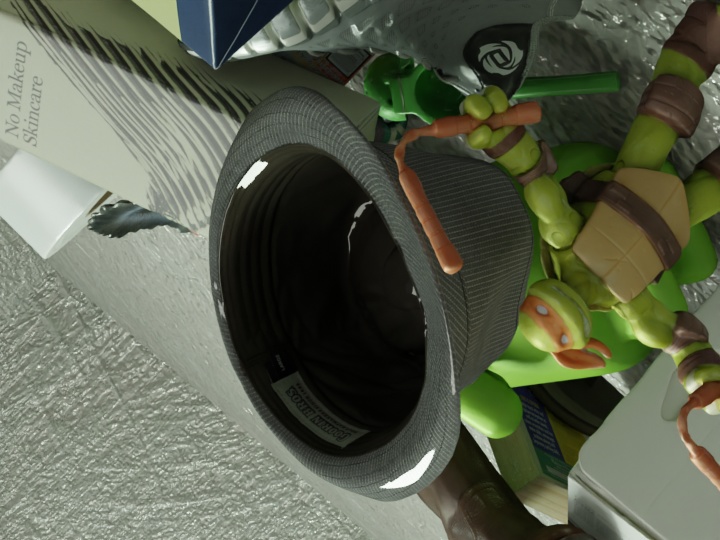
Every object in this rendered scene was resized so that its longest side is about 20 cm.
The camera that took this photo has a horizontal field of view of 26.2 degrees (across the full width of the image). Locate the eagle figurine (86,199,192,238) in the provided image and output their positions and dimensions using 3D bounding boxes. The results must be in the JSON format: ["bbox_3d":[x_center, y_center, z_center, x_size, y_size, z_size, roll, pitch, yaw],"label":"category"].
[{"bbox_3d":[-0.098,-0.065,1.178,0.200,0.153,0.151,33,138,-32],"label":"eagle figurine"}]

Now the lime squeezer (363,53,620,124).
[{"bbox_3d":[0.046,-0.093,0.790,0.070,0.038,0.200,1,-171,-29],"label":"lime squeezer"}]

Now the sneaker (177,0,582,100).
[{"bbox_3d":[0.013,-0.107,0.712,0.199,0.075,0.115,-11,136,41],"label":"sneaker"}]

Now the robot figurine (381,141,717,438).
[{"bbox_3d":[0.080,0.001,0.797,0.199,0.176,0.116,-13,119,42],"label":"robot figurine"}]

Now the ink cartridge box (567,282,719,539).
[{"bbox_3d":[0.185,0.106,0.821,0.083,0.147,0.200,38,167,20],"label":"ink cartridge box"}]

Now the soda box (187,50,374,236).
[{"bbox_3d":[-0.048,-0.104,0.835,0.064,0.068,0.200,45,133,-6],"label":"soda box"}]

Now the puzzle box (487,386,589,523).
[{"bbox_3d":[0.141,0.112,0.984,0.200,0.025,0.134,31,-149,-41],"label":"puzzle box"}]

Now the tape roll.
[{"bbox_3d":[-0.208,-0.104,1.245,0.071,0.202,0.202,45,167,-5],"label":"tape roll"}]

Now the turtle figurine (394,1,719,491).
[{"bbox_3d":[0.116,-0.015,0.609,0.200,0.161,0.064,45,166,-7],"label":"turtle figurine"}]

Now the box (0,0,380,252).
[{"bbox_3d":[-0.096,-0.079,0.784,0.199,0.068,0.083,23,128,12],"label":"box"}]

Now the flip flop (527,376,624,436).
[{"bbox_3d":[0.116,0.019,0.960,0.201,0.057,0.081,58,-158,-2],"label":"flip flop"}]

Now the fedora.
[{"bbox_3d":[0.013,0.004,0.676,0.178,0.090,0.200,60,147,16],"label":"fedora"}]

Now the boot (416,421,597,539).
[{"bbox_3d":[0.054,0.109,0.839,0.201,0.064,0.187,58,166,26],"label":"boot"}]

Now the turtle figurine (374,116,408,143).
[{"bbox_3d":[-0.046,-0.109,0.964,0.149,0.101,0.200,28,153,10],"label":"turtle figurine"}]

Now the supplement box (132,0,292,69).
[{"bbox_3d":[-0.082,-0.224,0.565,0.200,0.134,0.200,40,159,15],"label":"supplement box"}]
